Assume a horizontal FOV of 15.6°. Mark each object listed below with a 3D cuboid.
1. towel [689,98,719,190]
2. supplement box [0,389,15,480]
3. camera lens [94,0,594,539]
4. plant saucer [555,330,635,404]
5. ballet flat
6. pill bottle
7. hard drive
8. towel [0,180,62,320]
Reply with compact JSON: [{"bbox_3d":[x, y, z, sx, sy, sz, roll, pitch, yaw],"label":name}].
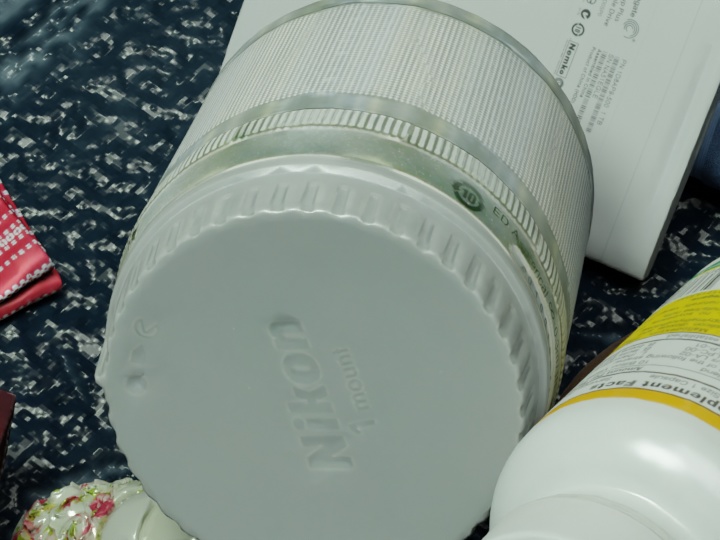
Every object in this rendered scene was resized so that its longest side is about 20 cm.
[{"bbox_3d":[0.143,-0.089,1.128,0.199,0.049,0.112,23,58,11],"label":"towel"},{"bbox_3d":[-0.197,0.113,0.921,0.108,0.061,0.200,16,38,-4],"label":"supplement box"},{"bbox_3d":[0.000,0.000,0.958,0.159,0.160,0.200,11,27,4],"label":"camera lens"},{"bbox_3d":[0.166,0.087,1.017,0.200,0.035,0.201,2,54,-3],"label":"plant saucer"},{"bbox_3d":[-0.036,0.114,0.968,0.199,0.064,0.076,18,57,10],"label":"ballet flat"},{"bbox_3d":[0.112,0.077,0.866,0.113,0.113,0.200,32,37,17],"label":"pill bottle"},{"bbox_3d":[0.050,-0.095,1.090,0.200,0.132,0.027,23,15,12],"label":"hard drive"},{"bbox_3d":[-0.231,-0.039,1.087,0.144,0.023,0.200,-27,61,-19],"label":"towel"}]
